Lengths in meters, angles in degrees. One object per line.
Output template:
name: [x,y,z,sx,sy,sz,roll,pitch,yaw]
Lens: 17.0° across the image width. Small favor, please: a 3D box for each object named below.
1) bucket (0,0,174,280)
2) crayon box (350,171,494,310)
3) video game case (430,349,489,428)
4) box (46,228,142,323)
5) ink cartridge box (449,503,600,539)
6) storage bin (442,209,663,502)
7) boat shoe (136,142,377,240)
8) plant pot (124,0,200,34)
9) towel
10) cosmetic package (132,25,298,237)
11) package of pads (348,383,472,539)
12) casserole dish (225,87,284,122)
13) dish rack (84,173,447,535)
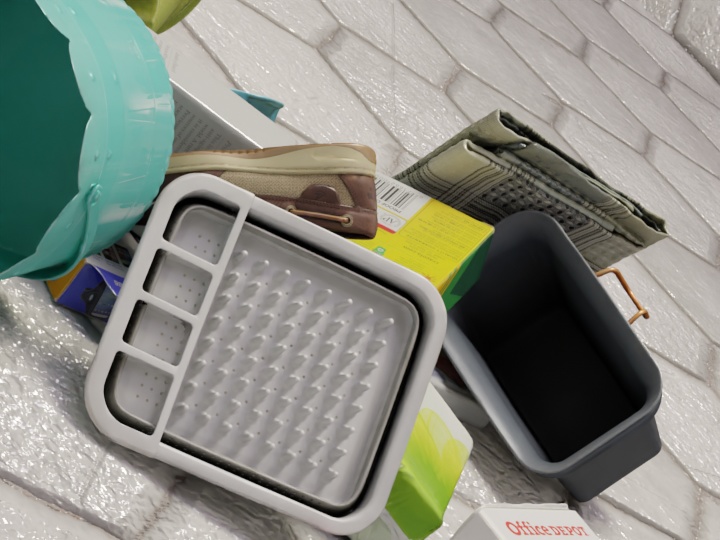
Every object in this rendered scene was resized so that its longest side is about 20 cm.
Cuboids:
bucket: [-0.215,-0.088,1.401,0.207,0.207,0.135,46,19,16]
crayon box: [0.000,0.000,1.746,0.126,0.051,0.200,27,32,15]
video game case: [0.001,0.026,1.849,0.199,0.023,0.183,28,22,-36]
box: [-0.168,-0.020,1.592,0.119,0.042,0.201,25,26,-39]
ink cartridge box: [0.141,0.247,1.511,0.200,0.086,0.146,48,19,26]
storage bin: [0.156,0.072,1.846,0.201,0.145,0.134,57,0,29]
boat shoe: [-0.086,-0.035,1.521,0.072,0.198,0.073,120,-36,-81]
plant pot: [-0.203,-0.228,1.760,0.200,0.201,0.185,36,22,-14]
towel: [0.109,-0.032,1.882,0.192,0.200,0.035,32,47,-26]
cosmetic package: [-0.148,-0.096,1.583,0.199,0.102,0.071,37,17,-13]
package of pads: [-0.014,0.079,1.575,0.201,0.068,0.155,52,18,-5]
casserole dish: [-0.151,-0.108,1.689,0.198,0.039,0.121,4,-3,20]
dish rack: [-0.059,0.053,1.459,0.199,0.173,0.044,25,-17,-14]
